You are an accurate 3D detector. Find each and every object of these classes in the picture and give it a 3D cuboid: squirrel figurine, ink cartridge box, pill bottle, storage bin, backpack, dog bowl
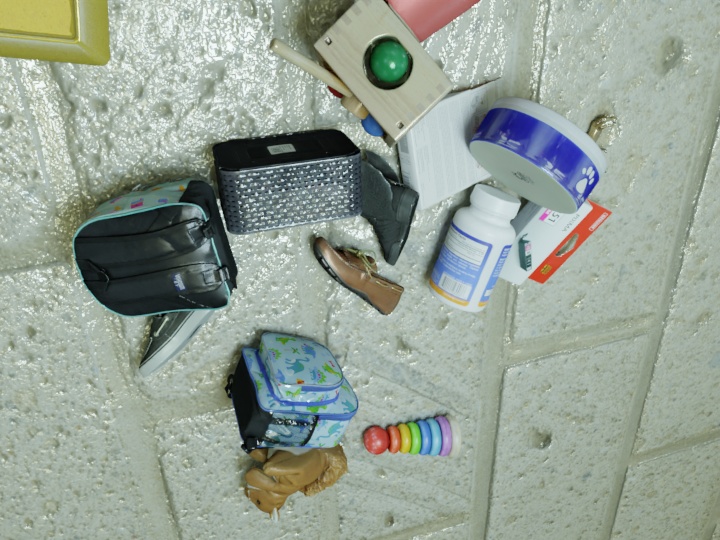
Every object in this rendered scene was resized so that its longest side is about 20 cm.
[{"bbox_3d":[-0.126,0.390,1.149,0.197,0.142,0.188,13,118,-22],"label":"squirrel figurine"},{"bbox_3d":[0.344,-0.053,1.105,0.172,0.044,0.201,20,124,-26],"label":"ink cartridge box"},{"bbox_3d":[0.200,-0.040,1.047,0.111,0.112,0.202,10,113,-24],"label":"pill bottle"},{"bbox_3d":[0.151,-0.210,0.991,0.199,0.050,0.163,-29,125,-25],"label":"ink cartridge box"},{"bbox_3d":[-0.105,-0.133,0.874,0.197,0.136,0.095,-9,120,-15],"label":"storage bin"},{"bbox_3d":[-0.286,-0.031,0.850,0.197,0.154,0.178,-14,122,-2],"label":"backpack"},{"bbox_3d":[0.269,-0.174,0.932,0.199,0.200,0.079,35,90,-31],"label":"dog bowl"},{"bbox_3d":[-0.104,0.207,1.029,0.198,0.183,0.148,16,112,-32],"label":"backpack"}]

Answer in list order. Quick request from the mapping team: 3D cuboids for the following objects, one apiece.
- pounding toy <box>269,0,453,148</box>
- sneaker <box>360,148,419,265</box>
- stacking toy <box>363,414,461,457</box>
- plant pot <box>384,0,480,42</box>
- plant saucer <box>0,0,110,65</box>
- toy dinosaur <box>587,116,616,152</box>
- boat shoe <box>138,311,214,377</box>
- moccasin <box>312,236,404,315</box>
[{"bbox_3d":[0.004,-0.254,0.792,0.142,0.200,0.184,-42,96,6],"label":"pounding toy"},{"bbox_3d":[0.034,-0.096,0.987,0.103,0.060,0.201,23,143,8],"label":"sneaker"},{"bbox_3d":[0.102,0.343,1.245,0.197,0.086,0.087,2,117,-12],"label":"stacking toy"},{"bbox_3d":[0.093,-0.412,0.778,0.177,0.201,0.200,-41,123,17],"label":"plant pot"},{"bbox_3d":[-0.403,-0.348,0.706,0.197,0.049,0.203,-1,117,-18],"label":"plant saucer"},{"bbox_3d":[0.371,-0.192,1.074,0.199,0.058,0.102,-36,107,-2],"label":"toy dinosaur"},{"bbox_3d":[-0.300,0.090,0.971,0.064,0.071,0.200,45,107,0],"label":"boat shoe"},{"bbox_3d":[0.001,0.001,1.022,0.201,0.074,0.078,37,92,-28],"label":"moccasin"}]
